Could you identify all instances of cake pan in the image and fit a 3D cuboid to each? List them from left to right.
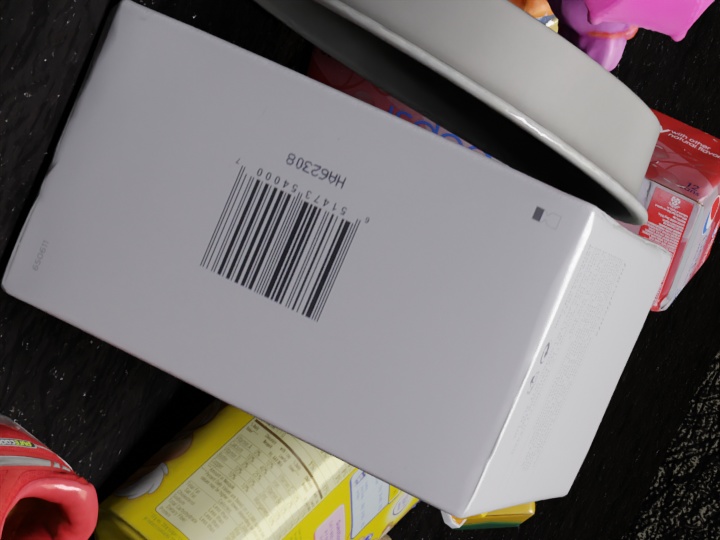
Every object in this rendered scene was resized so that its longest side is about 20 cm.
[{"bbox_3d":[0.033,-0.084,0.791,0.037,0.199,0.200,-59,164,0],"label":"cake pan"}]

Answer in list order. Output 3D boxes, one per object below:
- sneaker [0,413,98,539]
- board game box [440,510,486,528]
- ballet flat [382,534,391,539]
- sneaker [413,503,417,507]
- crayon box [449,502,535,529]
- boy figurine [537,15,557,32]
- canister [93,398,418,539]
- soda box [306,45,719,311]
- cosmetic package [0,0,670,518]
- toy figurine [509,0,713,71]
[{"bbox_3d":[-0.156,0.106,0.686,0.200,0.084,0.078,-41,151,-54],"label":"sneaker"},{"bbox_3d":[0.073,0.015,1.185,0.200,0.026,0.202,-39,117,-56],"label":"board game box"},{"bbox_3d":[0.009,0.215,1.388,0.071,0.065,0.200,-59,162,-19],"label":"ballet flat"},{"bbox_3d":[-0.004,0.100,1.202,0.079,0.075,0.200,-48,153,-13],"label":"sneaker"},{"bbox_3d":[0.080,0.098,1.310,0.200,0.051,0.127,79,9,-81],"label":"crayon box"},{"bbox_3d":[0.103,-0.148,1.144,0.124,0.065,0.200,-41,162,-4],"label":"boy figurine"},{"bbox_3d":[-0.033,0.103,1.006,0.200,0.086,0.149,-42,153,-28],"label":"canister"},{"bbox_3d":[0.072,-0.058,0.951,0.070,0.199,0.064,-40,152,-53],"label":"soda box"},{"bbox_3d":[0.000,0.000,0.815,0.124,0.198,0.200,-66,163,4],"label":"cosmetic package"},{"bbox_3d":[0.074,-0.148,0.777,0.149,0.185,0.201,-8,138,-21],"label":"toy figurine"}]
